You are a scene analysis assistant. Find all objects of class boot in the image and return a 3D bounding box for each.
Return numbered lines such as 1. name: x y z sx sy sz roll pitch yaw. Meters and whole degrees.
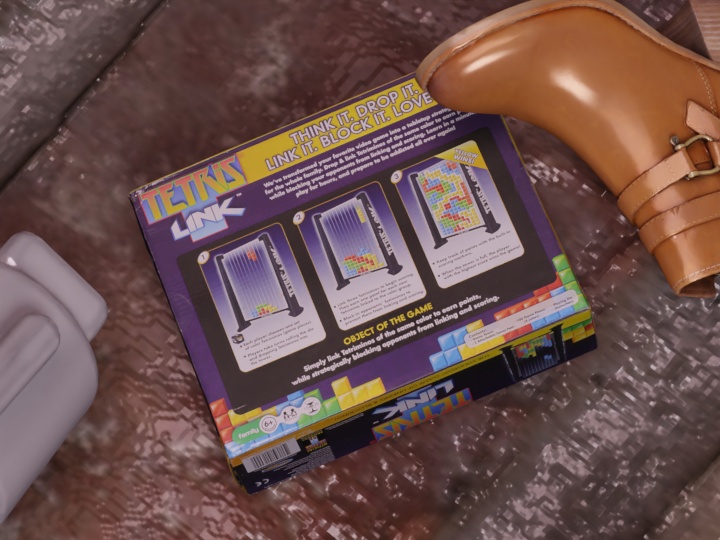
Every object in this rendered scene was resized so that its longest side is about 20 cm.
1. boot: 0.134 -0.055 1.449 0.199 0.077 0.156 -3 67 -28

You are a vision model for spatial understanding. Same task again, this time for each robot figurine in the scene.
1. robot figurine: -0.208 0.072 1.436 0.113 0.169 0.200 42 53 -9

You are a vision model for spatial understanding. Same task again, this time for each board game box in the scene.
1. board game box: 0.000 0.000 1.480 0.199 0.057 0.166 -22 63 0
